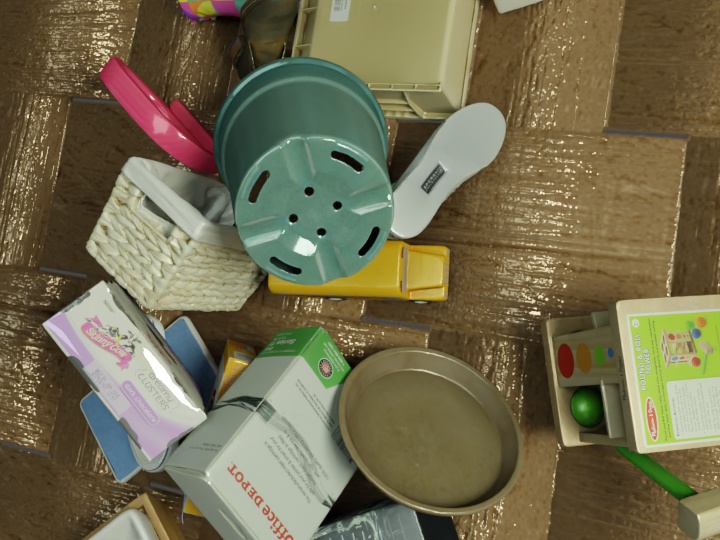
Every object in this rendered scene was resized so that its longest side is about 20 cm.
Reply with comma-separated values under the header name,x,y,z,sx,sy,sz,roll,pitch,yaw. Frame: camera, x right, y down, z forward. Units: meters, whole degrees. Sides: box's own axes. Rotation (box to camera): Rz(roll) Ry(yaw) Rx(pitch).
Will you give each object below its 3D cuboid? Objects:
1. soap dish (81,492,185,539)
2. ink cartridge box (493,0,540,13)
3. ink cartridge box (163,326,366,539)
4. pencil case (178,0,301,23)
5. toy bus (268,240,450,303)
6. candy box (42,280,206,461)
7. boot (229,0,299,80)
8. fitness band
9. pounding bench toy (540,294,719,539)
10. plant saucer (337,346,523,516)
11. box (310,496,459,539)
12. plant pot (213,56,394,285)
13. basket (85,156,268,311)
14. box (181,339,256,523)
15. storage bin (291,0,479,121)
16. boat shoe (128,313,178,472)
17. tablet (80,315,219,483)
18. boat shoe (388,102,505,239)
name,x,y,z,sx,sy,sz,roll,pitch,yaw
soap dish,-0.260,0.394,0.873,0.157,0.081,0.201,-38,72,11
ink cartridge box,0.183,-0.399,0.766,0.144,0.200,0.149,-13,78,19
ink cartridge box,-0.081,0.179,0.751,0.083,0.200,0.147,-9,121,45
pencil case,-0.144,-0.367,0.942,0.198,0.088,0.089,7,85,23
toy bus,0.000,0.000,0.838,0.198,0.078,0.066,1,83,20
candy box,-0.243,0.098,0.780,0.071,0.200,0.168,-36,97,-12
boot,-0.105,-0.259,0.873,0.074,0.200,0.098,-14,86,-20
fitness band,-0.248,-0.192,0.919,0.037,0.143,0.200,-47,70,9
pounding bench toy,0.263,0.135,0.677,0.123,0.156,0.202,-3,80,-14
plant saucer,0.071,0.164,0.752,0.200,0.200,0.030,39,135,20
box,0.013,0.353,0.761,0.195,0.124,0.201,-23,75,17
plant pot,-0.052,-0.095,0.742,0.198,0.196,0.202,-4,118,-7
basket,-0.197,-0.033,0.854,0.135,0.200,0.124,39,102,20
box,-0.165,0.189,0.846,0.041,0.119,0.202,15,92,-12
storage bin,0.030,-0.292,0.862,0.197,0.094,0.202,7,85,21
boat shoe,-0.279,0.152,0.908,0.073,0.065,0.202,-18,76,16
tablet,-0.269,0.167,0.945,0.200,0.014,0.131,-38,72,10
boat shoe,0.085,-0.111,0.826,0.071,0.070,0.200,43,74,-13
